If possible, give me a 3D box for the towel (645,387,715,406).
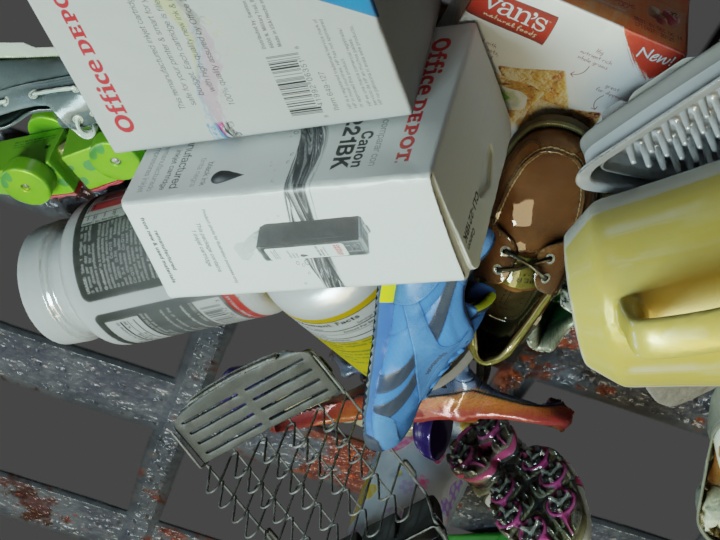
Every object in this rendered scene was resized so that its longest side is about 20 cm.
[{"bbox_3d":[0.240,0.024,1.077,0.132,0.035,0.200,-28,144,9],"label":"towel"}]

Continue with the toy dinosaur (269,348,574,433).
[{"bbox_3d":[0.066,0.104,1.197,0.181,0.200,0.105,31,166,29],"label":"toy dinosaur"}]

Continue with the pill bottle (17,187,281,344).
[{"bbox_3d":[-0.149,-0.008,1.144,0.199,0.116,0.116,-12,134,28],"label":"pill bottle"}]

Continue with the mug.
[{"bbox_3d":[0.200,-0.001,0.914,0.152,0.150,0.187,-9,159,14],"label":"mug"}]

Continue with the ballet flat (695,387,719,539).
[{"bbox_3d":[0.310,0.158,1.248,0.067,0.064,0.201,6,139,9],"label":"ballet flat"}]

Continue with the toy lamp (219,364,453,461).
[{"bbox_3d":[-0.025,0.114,1.280,0.199,0.058,0.058,9,142,25],"label":"toy lamp"}]

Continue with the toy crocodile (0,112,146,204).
[{"bbox_3d":[-0.194,-0.083,1.107,0.199,0.068,0.062,-11,135,27],"label":"toy crocodile"}]

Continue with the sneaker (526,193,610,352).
[{"bbox_3d":[0.167,-0.009,1.074,0.076,0.089,0.200,19,140,-7],"label":"sneaker"}]

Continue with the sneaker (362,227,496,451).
[{"bbox_3d":[0.044,0.047,1.004,0.078,0.066,0.201,8,129,-1],"label":"sneaker"}]

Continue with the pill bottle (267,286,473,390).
[{"bbox_3d":[0.000,0.000,1.084,0.112,0.113,0.200,-12,147,28],"label":"pill bottle"}]

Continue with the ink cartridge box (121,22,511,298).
[{"bbox_3d":[-0.022,-0.065,0.933,0.199,0.145,0.084,-3,133,22],"label":"ink cartridge box"}]

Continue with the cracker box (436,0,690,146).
[{"bbox_3d":[0.105,-0.115,0.993,0.133,0.058,0.200,21,139,-9],"label":"cracker box"}]

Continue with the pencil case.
[{"bbox_3d":[0.039,0.207,1.281,0.090,0.201,0.083,28,145,-7],"label":"pencil case"}]

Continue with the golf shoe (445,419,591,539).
[{"bbox_3d":[0.138,0.178,1.187,0.073,0.200,0.092,-43,110,0],"label":"golf shoe"}]

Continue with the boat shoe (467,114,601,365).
[{"bbox_3d":[0.112,-0.012,1.013,0.071,0.068,0.201,13,140,3],"label":"boat shoe"}]

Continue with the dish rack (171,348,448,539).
[{"bbox_3d":[-0.043,0.158,1.162,0.153,0.055,0.200,-29,112,19],"label":"dish rack"}]

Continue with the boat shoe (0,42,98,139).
[{"bbox_3d":[-0.188,-0.118,1.049,0.199,0.062,0.073,4,175,18],"label":"boat shoe"}]

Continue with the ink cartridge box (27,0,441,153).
[{"bbox_3d":[-0.070,-0.178,0.899,0.199,0.145,0.148,-5,134,20],"label":"ink cartridge box"}]

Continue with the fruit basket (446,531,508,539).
[{"bbox_3d":[0.168,0.340,1.451,0.215,0.156,0.216,23,150,14],"label":"fruit basket"}]

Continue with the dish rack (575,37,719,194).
[{"bbox_3d":[0.238,-0.096,0.936,0.199,0.044,0.171,4,153,-41],"label":"dish rack"}]
